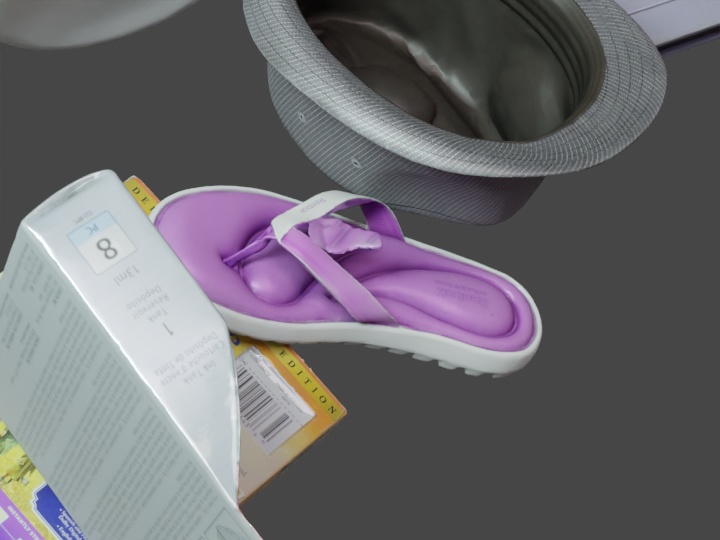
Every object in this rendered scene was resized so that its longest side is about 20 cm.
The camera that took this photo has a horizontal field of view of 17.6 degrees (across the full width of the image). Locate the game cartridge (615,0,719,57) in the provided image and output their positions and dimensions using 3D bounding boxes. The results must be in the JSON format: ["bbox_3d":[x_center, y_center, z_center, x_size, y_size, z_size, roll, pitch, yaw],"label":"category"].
[{"bbox_3d":[0.171,-0.182,1.216,0.200,0.038,0.130,-20,70,-27],"label":"game cartridge"}]

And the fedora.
[{"bbox_3d":[0.032,-0.086,1.077,0.200,0.090,0.177,32,46,10],"label":"fedora"}]

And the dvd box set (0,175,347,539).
[{"bbox_3d":[-0.123,0.068,0.991,0.146,0.029,0.200,47,60,6],"label":"dvd box set"}]

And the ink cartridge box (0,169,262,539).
[{"bbox_3d":[-0.069,0.077,0.896,0.047,0.160,0.200,-35,81,-27],"label":"ink cartridge box"}]

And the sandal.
[{"bbox_3d":[-0.002,-0.006,1.040,0.202,0.050,0.083,12,44,-29],"label":"sandal"}]

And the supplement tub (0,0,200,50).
[{"bbox_3d":[-0.141,-0.217,1.052,0.144,0.144,0.200,-15,72,-25],"label":"supplement tub"}]
